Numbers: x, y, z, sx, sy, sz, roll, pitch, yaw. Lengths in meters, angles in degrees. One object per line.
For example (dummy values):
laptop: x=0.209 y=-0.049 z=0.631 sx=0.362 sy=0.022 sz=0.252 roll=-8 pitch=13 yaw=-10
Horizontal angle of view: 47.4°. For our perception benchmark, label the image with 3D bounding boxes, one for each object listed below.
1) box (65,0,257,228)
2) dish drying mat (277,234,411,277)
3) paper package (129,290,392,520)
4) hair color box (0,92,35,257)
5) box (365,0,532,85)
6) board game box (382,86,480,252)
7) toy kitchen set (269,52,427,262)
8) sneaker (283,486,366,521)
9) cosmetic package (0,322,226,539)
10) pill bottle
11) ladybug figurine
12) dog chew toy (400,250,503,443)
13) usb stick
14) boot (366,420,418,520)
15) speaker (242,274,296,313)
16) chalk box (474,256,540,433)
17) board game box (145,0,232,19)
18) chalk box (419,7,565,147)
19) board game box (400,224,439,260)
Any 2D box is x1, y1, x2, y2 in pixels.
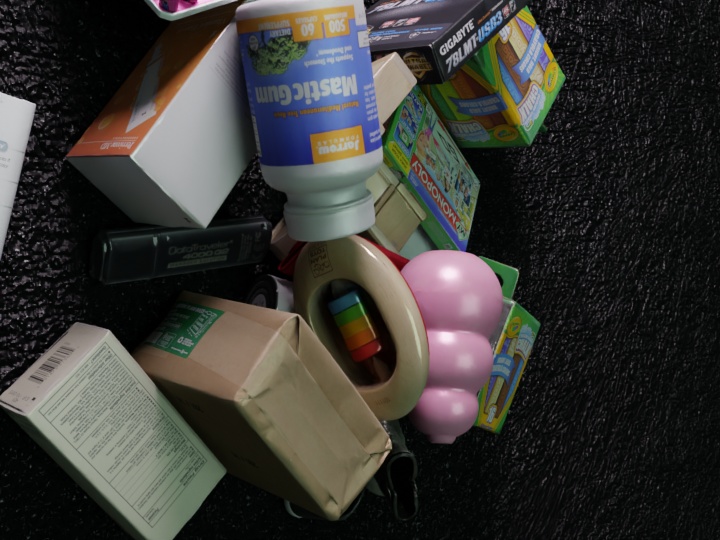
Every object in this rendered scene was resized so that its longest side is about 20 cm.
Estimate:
box: x=-0.156 y=-0.149 z=0.763 sx=0.098 sy=0.123 sz=0.201 roll=47 pitch=62 yaw=-37
dish drying mat: x=0.000 y=0.000 z=0.909 sx=0.077 sy=0.018 sz=0.199 roll=-44 pitch=140 yaw=20
paper package: x=-0.101 y=0.125 z=0.793 sx=0.104 sy=0.199 sz=0.192 roll=-51 pitch=126 yaw=-27
hair color box: x=-0.335 y=-0.049 z=0.644 sx=0.098 sy=0.060 sz=0.203 roll=16 pitch=84 yaw=-44
box: x=0.067 y=-0.272 z=0.915 sx=0.199 sy=0.199 sz=0.050 roll=-46 pitch=126 yaw=-29
board game box: x=0.087 y=-0.129 z=1.041 sx=0.200 sy=0.029 sz=0.136 roll=50 pitch=43 yaw=-36
toy kitchen set: x=0.000 y=-0.079 z=0.866 sx=0.200 sy=0.180 sz=0.164 roll=48 pitch=63 yaw=-22
sneaker: x=-0.031 y=0.190 z=0.938 sx=0.070 sy=0.099 sz=0.203 roll=9 pitch=86 yaw=-42
cosmetic package: x=-0.225 y=0.157 z=0.764 sx=0.105 sy=0.071 sz=0.201 roll=-48 pitch=125 yaw=-30
pill bottle: x=-0.039 y=-0.133 z=0.715 sx=0.111 sy=0.111 sz=0.203 roll=-23 pitch=111 yaw=-40
ladybug figurine: x=0.005 y=0.049 z=0.822 sx=0.072 sy=0.135 sz=0.202 roll=-25 pitch=93 yaw=-56
dog chew toy: x=0.092 y=0.084 z=0.889 sx=0.124 sy=0.124 sz=0.203 roll=16 pitch=72 yaw=-44
usb stick: x=-0.174 y=-0.023 z=0.818 sx=0.198 sy=0.032 sz=0.056 roll=-10 pitch=122 yaw=-43
boot: x=0.031 y=0.238 z=0.953 sx=0.067 sy=0.131 sz=0.202 roll=-16 pitch=133 yaw=-7
speaker: x=-0.032 y=0.070 z=0.917 sx=0.198 sy=0.081 sz=0.082 roll=19 pitch=81 yaw=-34
chalk box: x=0.143 y=0.086 z=1.047 sx=0.124 sy=0.124 sz=0.202 roll=33 pitch=79 yaw=-58
board game box: x=-0.149 y=-0.322 z=0.725 sx=0.199 sy=0.026 sz=0.200 roll=-33 pitch=76 yaw=-37
chalk box: x=0.172 y=-0.241 z=1.061 sx=0.200 sy=0.124 sz=0.125 roll=49 pitch=62 yaw=-34
board game box: x=0.038 y=0.000 z=1.035 sx=0.201 sy=0.026 sz=0.201 roll=-55 pitch=127 yaw=-26
